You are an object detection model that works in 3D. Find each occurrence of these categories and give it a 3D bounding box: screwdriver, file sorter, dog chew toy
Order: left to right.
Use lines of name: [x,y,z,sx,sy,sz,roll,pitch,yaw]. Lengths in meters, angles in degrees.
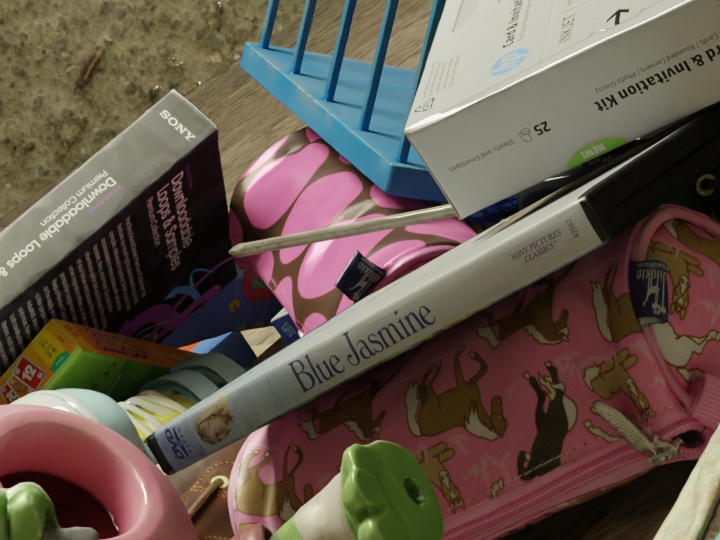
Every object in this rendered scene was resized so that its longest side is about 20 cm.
dog chew toy: [-0.132,0.143,0.885,0.201,0.124,0.125,-63,-6,32]
screwdriver: [0.029,-0.017,0.943,0.199,0.029,0.028,-16,-13,35]
file sorter: [0.051,-0.111,1.145,0.200,0.138,0.123,-135,56,-61]

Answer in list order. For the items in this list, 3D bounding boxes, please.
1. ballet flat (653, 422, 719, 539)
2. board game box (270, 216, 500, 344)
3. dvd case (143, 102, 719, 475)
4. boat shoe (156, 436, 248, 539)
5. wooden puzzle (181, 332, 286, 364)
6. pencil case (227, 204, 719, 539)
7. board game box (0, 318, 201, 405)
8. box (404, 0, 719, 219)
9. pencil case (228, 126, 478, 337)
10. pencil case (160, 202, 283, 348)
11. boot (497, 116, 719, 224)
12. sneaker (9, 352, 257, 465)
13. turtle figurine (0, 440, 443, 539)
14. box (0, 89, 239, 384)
ballet flat: [0.104,0.061,0.660,0.062,0.067,0.200,-40,4,46]
board game box: [0.062,-0.029,1.285,0.134,0.045,0.200,-24,16,50]
dvd case: [0.036,0.001,0.841,0.200,0.018,0.143,-30,2,38]
boat shoe: [-0.063,0.112,1.015,0.070,0.071,0.200,24,44,36]
wooden puzzle: [-0.134,0.091,1.405,0.185,0.046,0.200,-41,11,-26]
pencil case: [0.046,0.052,0.849,0.199,0.083,0.086,-29,-9,37]
board game box: [-0.122,0.075,1.198,0.096,0.030,0.200,-48,-23,8]
box: [0.117,-0.106,0.844,0.199,0.041,0.156,-24,24,23]
pencil case: [0.000,0.000,1.106,0.094,0.091,0.200,-40,23,-1]
pencil case: [-0.075,-0.003,1.324,0.199,0.079,0.087,-10,9,-39]
boot: [0.129,-0.018,0.924,0.153,0.074,0.204,-19,21,52]
sneaker: [-0.087,0.070,1.113,0.130,0.080,0.200,-36,-11,-17]
turtle figurine: [-0.067,0.130,0.708,0.193,0.200,0.145,-28,46,21]
box: [-0.140,0.022,1.154,0.200,0.036,0.143,-40,-21,-18]
